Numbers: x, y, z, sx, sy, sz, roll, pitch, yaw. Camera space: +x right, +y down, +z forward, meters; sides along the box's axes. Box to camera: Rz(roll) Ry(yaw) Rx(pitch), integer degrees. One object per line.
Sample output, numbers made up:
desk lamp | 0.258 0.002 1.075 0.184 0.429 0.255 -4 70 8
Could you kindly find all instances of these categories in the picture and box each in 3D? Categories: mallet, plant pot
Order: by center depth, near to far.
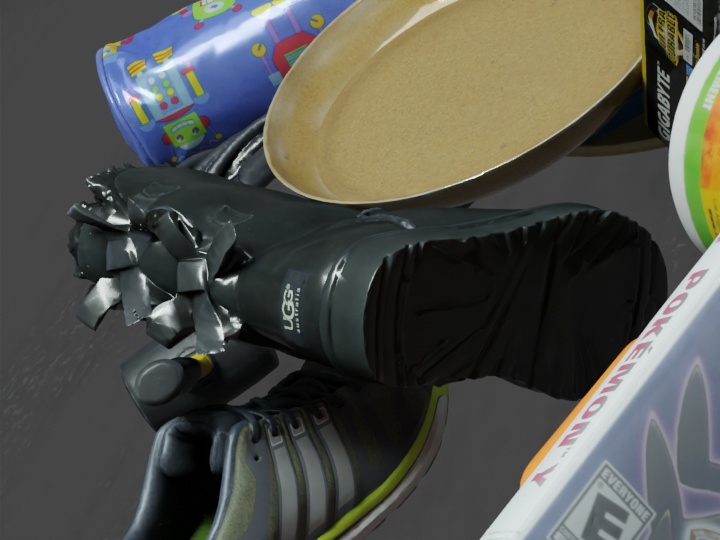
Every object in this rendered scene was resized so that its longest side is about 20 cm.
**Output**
mallet | -0.062 0.036 0.874 0.066 0.041 0.200 -32 0 -7
plant pot | 0.051 -0.088 0.965 0.200 0.028 0.200 -22 34 16

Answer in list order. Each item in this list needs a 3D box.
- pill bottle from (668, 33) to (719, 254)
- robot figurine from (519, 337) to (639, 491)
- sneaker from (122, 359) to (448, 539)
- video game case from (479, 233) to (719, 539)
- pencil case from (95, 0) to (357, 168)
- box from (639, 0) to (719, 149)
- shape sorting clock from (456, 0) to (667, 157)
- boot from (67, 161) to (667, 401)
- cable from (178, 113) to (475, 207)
pill bottle | 0.209 -0.026 0.746 0.111 0.111 0.200 -40 32 -16
robot figurine | 0.129 0.092 0.642 0.200 0.117 0.144 -43 30 -19
sneaker | -0.032 0.073 0.834 0.074 0.081 0.200 -3 40 37
video game case | 0.143 0.084 0.565 0.182 0.200 0.023 -48 12 -28
pencil case | -0.038 -0.124 1.130 0.200 0.078 0.087 -28 33 3
box | 0.201 -0.140 0.866 0.200 0.160 0.049 -37 61 -10
shape sorting clock | 0.134 -0.116 1.010 0.200 0.039 0.200 -17 38 14
boot | 0.000 0.001 0.827 0.162 0.073 0.198 13 10 42
cable | -0.034 -0.043 1.035 0.200 0.051 0.163 -1 41 40
